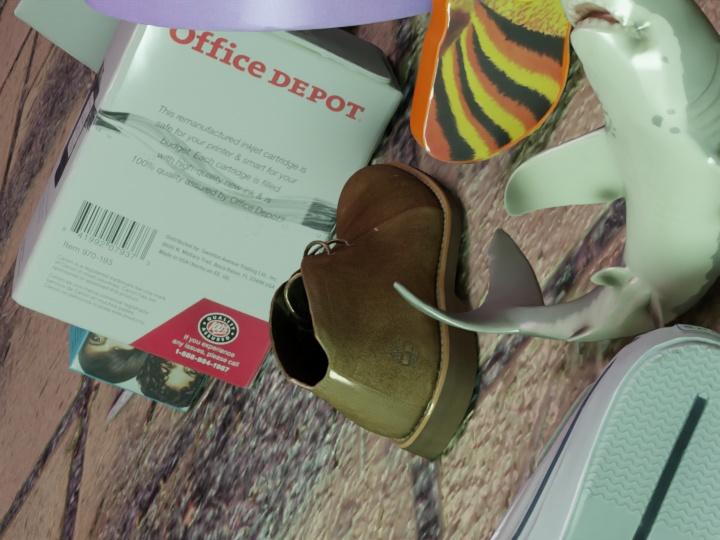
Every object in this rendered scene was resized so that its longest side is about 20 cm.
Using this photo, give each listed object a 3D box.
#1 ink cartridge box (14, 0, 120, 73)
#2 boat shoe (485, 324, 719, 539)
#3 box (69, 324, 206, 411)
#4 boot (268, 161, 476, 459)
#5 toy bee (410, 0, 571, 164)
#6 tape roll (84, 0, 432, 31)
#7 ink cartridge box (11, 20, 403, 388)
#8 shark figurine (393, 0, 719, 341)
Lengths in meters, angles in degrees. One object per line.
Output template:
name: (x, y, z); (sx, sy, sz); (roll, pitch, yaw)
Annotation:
ink cartridge box: (-0.095, -0.221, 1.170); (0.145, 0.145, 0.200); (-38, 21, 55)
boat shoe: (0.063, 0.111, 0.553); (0.200, 0.073, 0.067); (-59, 3, -2)
box: (-0.101, -0.017, 1.110); (0.200, 0.082, 0.049); (-61, 19, 21)
boot: (0.000, 0.000, 0.823); (0.074, 0.075, 0.200); (-61, 18, 25)
toy bee: (0.075, -0.144, 0.763); (0.131, 0.109, 0.200); (-101, 11, -54)
tape roll: (-0.036, -0.169, 0.884); (0.200, 0.200, 0.066); (-118, 23, -67)
ink cartridge box: (-0.087, -0.056, 1.014); (0.200, 0.145, 0.083); (-62, 17, 19)
shark figurine: (0.100, -0.026, 0.608); (0.090, 0.128, 0.215); (-50, -11, -30)
